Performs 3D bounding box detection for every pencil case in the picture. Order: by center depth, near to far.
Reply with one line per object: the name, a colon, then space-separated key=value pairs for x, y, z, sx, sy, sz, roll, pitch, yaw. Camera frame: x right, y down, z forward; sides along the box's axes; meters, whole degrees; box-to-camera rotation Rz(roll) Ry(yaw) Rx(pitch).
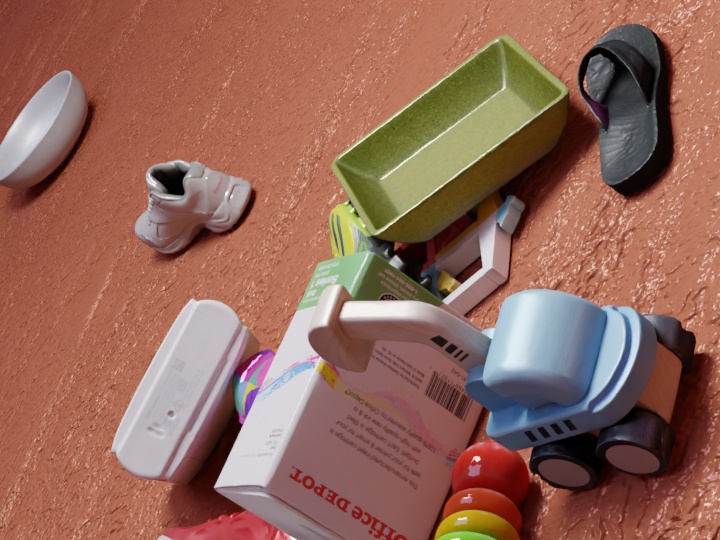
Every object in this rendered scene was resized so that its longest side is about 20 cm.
pencil case: x=-0.048 y=0.115 z=1.453 sx=0.089 sy=0.088 sz=0.200 roll=-57 pitch=16 yaw=-5

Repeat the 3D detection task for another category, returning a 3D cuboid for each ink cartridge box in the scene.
ink cartridge box: x=0.002 y=0.110 z=1.320 sx=0.084 sy=0.145 sz=0.200 roll=-12 pitch=49 yaw=57

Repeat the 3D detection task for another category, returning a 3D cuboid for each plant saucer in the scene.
plant saucer: x=0.082 y=-0.105 z=1.520 sx=0.200 sy=0.048 sz=0.200 roll=-36 pitch=24 yaw=3

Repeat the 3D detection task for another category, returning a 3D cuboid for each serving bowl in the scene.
serving bowl: x=-0.469 y=-0.200 z=2.650 sx=0.200 sy=0.066 sz=0.200 roll=-42 pitch=27 yaw=27

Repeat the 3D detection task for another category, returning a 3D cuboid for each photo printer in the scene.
photo printer: x=-0.154 y=0.113 z=1.605 sx=0.167 sy=0.069 sz=0.200 roll=-63 pitch=-4 yaw=-6

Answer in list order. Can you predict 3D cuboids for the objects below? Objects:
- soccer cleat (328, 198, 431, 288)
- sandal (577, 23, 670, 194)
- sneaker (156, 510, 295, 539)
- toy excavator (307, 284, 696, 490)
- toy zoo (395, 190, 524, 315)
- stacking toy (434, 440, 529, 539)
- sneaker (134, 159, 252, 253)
soccer cleat: x=-0.001 y=0.000 z=1.512 sx=0.084 sy=0.065 sz=0.200 roll=-53 pitch=25 yaw=8
sandal: x=0.205 y=-0.142 z=1.395 sx=0.075 sy=0.048 sz=0.201 roll=-41 pitch=28 yaw=27
sneaker: x=-0.081 y=0.217 z=1.441 sx=0.200 sy=0.078 sz=0.116 roll=10 pitch=57 yaw=51
toy excavator: x=0.091 y=0.055 z=1.165 sx=0.194 sy=0.200 sz=0.100 roll=-22 pitch=39 yaw=49
toy zoo: x=0.065 y=0.003 z=1.494 sx=0.200 sy=0.020 sz=0.131 roll=-41 pitch=28 yaw=26
stacking toy: x=0.077 y=0.196 z=1.174 sx=0.085 sy=0.085 sz=0.200 roll=-34 pitch=25 yaw=38
sneaker: x=-0.209 y=-0.084 z=1.996 sx=0.200 sy=0.099 sz=0.078 roll=-22 pitch=40 yaw=50
